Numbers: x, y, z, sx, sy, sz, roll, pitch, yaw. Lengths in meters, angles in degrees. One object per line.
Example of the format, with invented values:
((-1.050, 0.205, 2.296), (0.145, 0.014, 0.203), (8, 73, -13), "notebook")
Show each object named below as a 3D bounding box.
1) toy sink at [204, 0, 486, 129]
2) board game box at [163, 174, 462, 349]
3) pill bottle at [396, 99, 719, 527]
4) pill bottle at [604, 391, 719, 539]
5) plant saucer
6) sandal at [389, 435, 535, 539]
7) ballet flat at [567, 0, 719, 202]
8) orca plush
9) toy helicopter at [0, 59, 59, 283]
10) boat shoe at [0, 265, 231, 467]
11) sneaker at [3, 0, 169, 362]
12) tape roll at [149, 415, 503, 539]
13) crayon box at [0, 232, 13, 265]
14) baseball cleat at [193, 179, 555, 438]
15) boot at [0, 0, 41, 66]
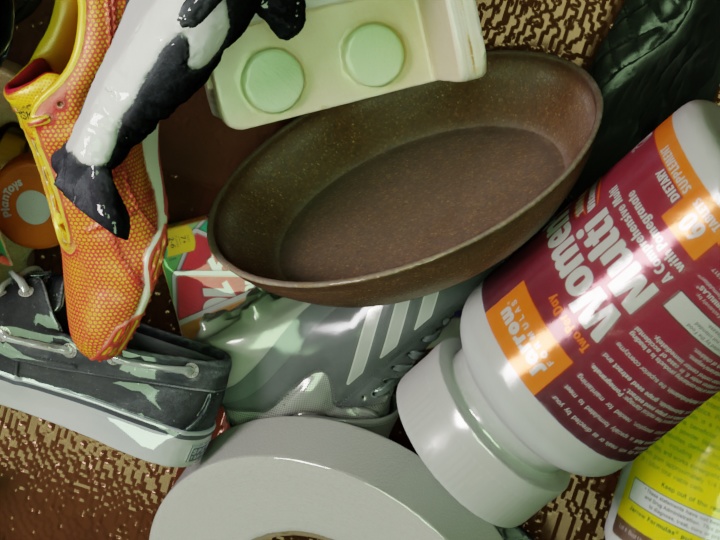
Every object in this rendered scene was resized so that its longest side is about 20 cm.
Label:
((-0.028, -0.141, 0.913), (0.111, 0.200, 0.132), (-15, 100, -9), "toy sink")
((0.000, 0.000, 1.035), (0.198, 0.030, 0.097), (-15, 100, 3), "board game box")
((0.116, 0.024, 0.915), (0.110, 0.110, 0.200), (46, 112, -5), "pill bottle")
((0.199, 0.062, 0.992), (0.108, 0.109, 0.202), (16, 101, 0), "pill bottle")
((0.024, -0.039, 0.948), (0.199, 0.201, 0.037), (-20, 120, 6), "plant saucer")
((0.036, 0.136, 1.051), (0.200, 0.048, 0.075), (43, 101, 8), "sandal")
((0.154, -0.123, 1.000), (0.066, 0.057, 0.201), (18, 107, -28), "ballet flat")
((-0.054, -0.102, 0.821), (0.071, 0.105, 0.202), (21, 100, -24), "orca plush")
((-0.229, -0.030, 1.019), (0.132, 0.079, 0.200), (40, 112, -11), "toy helicopter")
((-0.160, 0.030, 0.972), (0.198, 0.072, 0.068), (22, 107, 1), "boat shoe")
((-0.127, -0.057, 0.904), (0.076, 0.073, 0.202), (-4, 105, -25), "sneaker")
((-0.013, 0.165, 1.011), (0.201, 0.037, 0.204), (14, 128, 18), "tape roll")
((-0.271, -0.036, 0.912), (0.198, 0.051, 0.128), (6, 144, 13), "crayon box")
((0.017, 0.030, 0.999), (0.198, 0.070, 0.107), (-21, 106, 17), "baseball cleat")
((-0.185, -0.118, 0.927), (0.096, 0.200, 0.075), (31, 108, 18), "boot")
